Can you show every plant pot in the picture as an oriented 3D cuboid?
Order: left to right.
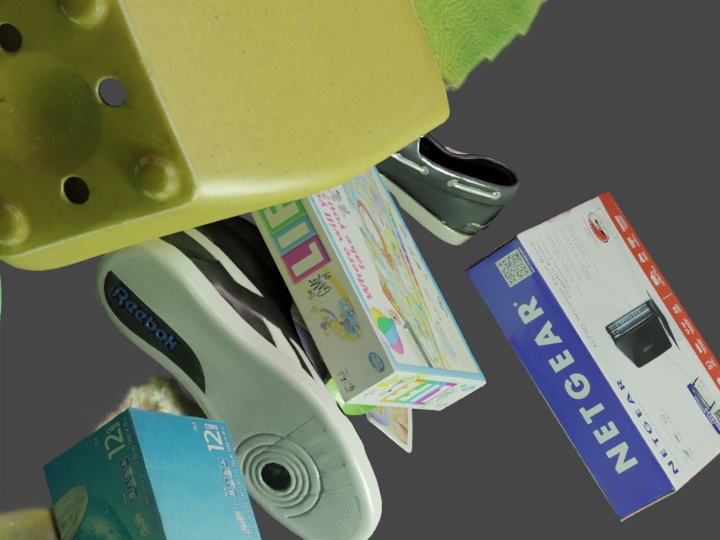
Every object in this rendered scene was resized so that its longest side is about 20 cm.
[{"bbox_3d":[-0.104,-0.104,0.988,0.196,0.194,0.200,68,26,-14],"label":"plant pot"}]

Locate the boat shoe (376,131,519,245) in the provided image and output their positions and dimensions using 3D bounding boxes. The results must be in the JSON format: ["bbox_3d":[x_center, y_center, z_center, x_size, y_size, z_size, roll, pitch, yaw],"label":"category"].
[{"bbox_3d":[0.023,-0.094,1.378,0.200,0.063,0.073,38,33,-29],"label":"boat shoe"}]

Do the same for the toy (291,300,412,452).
[{"bbox_3d":[0.000,0.000,1.263,0.115,0.047,0.200,38,33,-31],"label":"toy"}]

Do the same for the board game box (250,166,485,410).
[{"bbox_3d":[-0.012,-0.020,1.164,0.200,0.034,0.134,63,18,16],"label":"board game box"}]

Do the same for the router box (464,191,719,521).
[{"bbox_3d":[0.176,0.054,1.471,0.200,0.049,0.179,58,29,4],"label":"router box"}]

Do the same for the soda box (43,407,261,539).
[{"bbox_3d":[-0.077,0.165,0.958,0.068,0.064,0.200,15,48,-50],"label":"soda box"}]

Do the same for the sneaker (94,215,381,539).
[{"bbox_3d":[-0.043,0.044,1.124,0.200,0.073,0.112,51,30,-5],"label":"sneaker"}]
